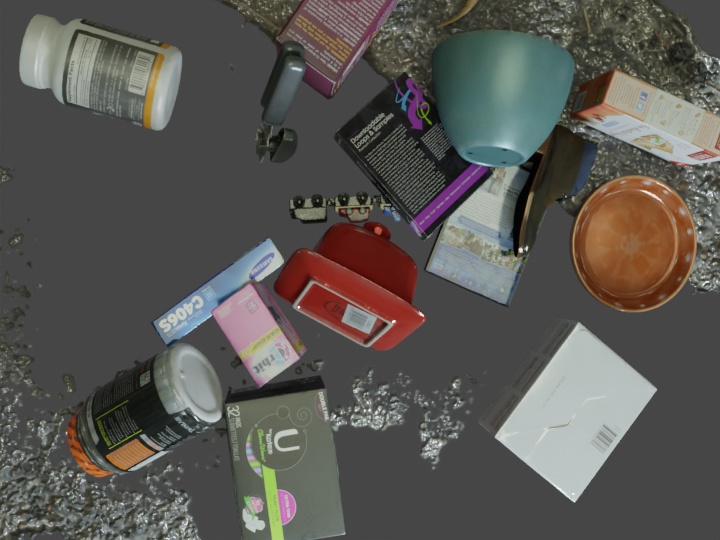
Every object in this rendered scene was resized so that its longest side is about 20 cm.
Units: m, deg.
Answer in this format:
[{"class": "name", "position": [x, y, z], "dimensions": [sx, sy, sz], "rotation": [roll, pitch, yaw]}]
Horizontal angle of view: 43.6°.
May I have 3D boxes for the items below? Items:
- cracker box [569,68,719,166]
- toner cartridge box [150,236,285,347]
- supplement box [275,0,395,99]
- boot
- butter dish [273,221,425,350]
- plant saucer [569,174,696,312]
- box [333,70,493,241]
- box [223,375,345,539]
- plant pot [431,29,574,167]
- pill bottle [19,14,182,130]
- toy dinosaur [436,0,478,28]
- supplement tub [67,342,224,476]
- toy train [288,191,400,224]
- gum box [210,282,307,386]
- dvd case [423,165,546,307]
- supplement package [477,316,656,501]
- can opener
[{"class": "cracker box", "position": [0.419, -0.217, 1.300], "dimensions": [0.196, 0.134, 0.059], "rotation": [22, 90, -6]}, {"class": "toner cartridge box", "position": [-0.197, 0.028, 1.259], "dimensions": [0.198, 0.095, 0.044], "rotation": [-36, 96, -3]}, {"class": "supplement box", "position": [-0.022, -0.358, 1.249], "dimensions": [0.102, 0.131, 0.202], "rotation": [35, 87, -5]}, {"class": "boot", "position": [0.281, -0.110, 1.299], "dimensions": [0.095, 0.075, 0.205], "rotation": [13, 88, -3]}, {"class": "butter dish", "position": [0.000, 0.000, 1.255], "dimensions": [0.197, 0.200, 0.150], "rotation": [29, 65, -6]}, {"class": "plant saucer", "position": [0.409, -0.040, 1.357], "dimensions": [0.195, 0.032, 0.206], "rotation": [0, 93, -6]}, {"class": "box", "position": [0.076, -0.165, 1.292], "dimensions": [0.143, 0.036, 0.201], "rotation": [-41, 90, -14]}, {"class": "box", "position": [-0.107, 0.266, 1.263], "dimensions": [0.145, 0.124, 0.205], "rotation": [-8, 92, -5]}, {"class": "plant pot", "position": [0.188, -0.220, 1.230], "dimensions": [0.195, 0.200, 0.138], "rotation": [8, 80, -6]}, {"class": "pill bottle", "position": [-0.350, -0.272, 1.222], "dimensions": [0.196, 0.116, 0.119], "rotation": [15, 90, -6]}, {"class": "toy dinosaur", "position": [0.181, -0.440, 1.314], "dimensions": [0.104, 0.060, 0.205], "rotation": [8, 86, 18]}, {"class": "supplement tub", "position": [-0.293, 0.194, 1.221], "dimensions": [0.197, 0.123, 0.124], "rotation": [-29, 95, 17]}, {"class": "toy train", "position": [-0.006, -0.091, 1.307], "dimensions": [0.195, 0.034, 0.047], "rotation": [-4, 94, -6]}, {"class": "gum box", "position": [-0.132, 0.083, 1.219], "dimensions": [0.066, 0.200, 0.115], "rotation": [-34, 89, -1]}, {"class": "dvd case", "position": [0.193, -0.066, 1.338], "dimensions": [0.140, 0.018, 0.204], "rotation": [22, 90, -6]}, {"class": "supplement package", "position": [0.298, 0.198, 1.312], "dimensions": [0.155, 0.111, 0.201], "rotation": [38, 88, -6]}, {"class": "can opener", "position": [-0.102, -0.222, 1.227], "dimensions": [0.065, 0.201, 0.054], "rotation": [6, 55, -21]}]
